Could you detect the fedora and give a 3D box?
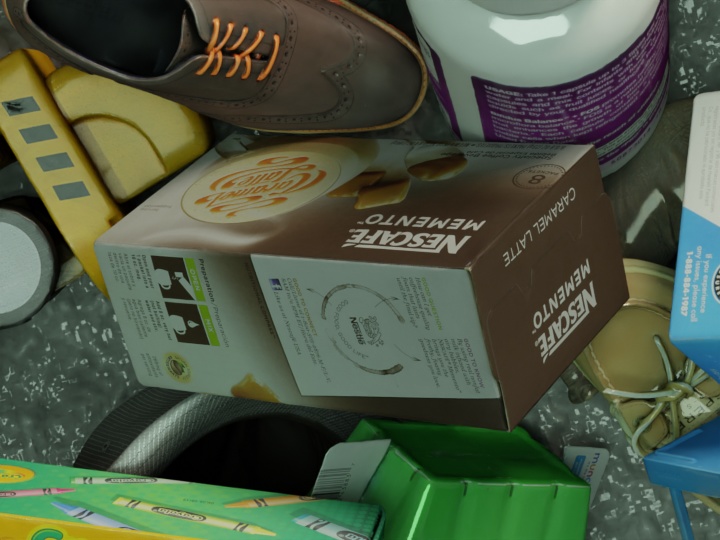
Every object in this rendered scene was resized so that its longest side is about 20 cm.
[{"bbox_3d":[-0.080,0.114,1.060,0.090,0.176,0.201,41,108,47],"label":"fedora"}]

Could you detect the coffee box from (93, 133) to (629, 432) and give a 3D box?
[{"bbox_3d":[0.000,0.000,0.950,0.199,0.114,0.080,5,122,36],"label":"coffee box"}]

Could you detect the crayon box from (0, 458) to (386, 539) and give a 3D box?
[{"bbox_3d":[-0.092,0.156,0.951,0.198,0.058,0.120,6,108,9],"label":"crayon box"}]

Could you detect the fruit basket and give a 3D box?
[{"bbox_3d":[0.019,0.167,1.044,0.094,0.184,0.201,46,121,43],"label":"fruit basket"}]

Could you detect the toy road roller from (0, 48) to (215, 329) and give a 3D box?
[{"bbox_3d":[-0.158,-0.077,1.045,0.145,0.123,0.201,-30,95,0],"label":"toy road roller"}]

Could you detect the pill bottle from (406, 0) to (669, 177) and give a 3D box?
[{"bbox_3d":[0.076,-0.117,0.925,0.111,0.200,0.113,-2,73,8],"label":"pill bottle"}]

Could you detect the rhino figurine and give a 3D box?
[{"bbox_3d":[0.152,-0.031,1.020,0.200,0.060,0.088,-39,95,14],"label":"rhino figurine"}]

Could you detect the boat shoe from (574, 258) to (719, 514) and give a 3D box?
[{"bbox_3d":[0.168,0.069,0.998,0.200,0.063,0.073,38,112,-24],"label":"boat shoe"}]

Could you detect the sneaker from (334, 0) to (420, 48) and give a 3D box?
[{"bbox_3d":[0.017,-0.175,0.963,0.104,0.060,0.201,14,139,42],"label":"sneaker"}]

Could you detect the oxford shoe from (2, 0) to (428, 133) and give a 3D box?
[{"bbox_3d":[-0.062,-0.096,0.965,0.198,0.073,0.072,11,105,-13],"label":"oxford shoe"}]

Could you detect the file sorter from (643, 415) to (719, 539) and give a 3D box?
[{"bbox_3d":[0.252,0.104,0.941,0.199,0.138,0.124,-24,105,-28],"label":"file sorter"}]

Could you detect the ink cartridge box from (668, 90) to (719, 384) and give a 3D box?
[{"bbox_3d":[0.235,-0.017,0.893,0.199,0.068,0.117,-3,68,31],"label":"ink cartridge box"}]
